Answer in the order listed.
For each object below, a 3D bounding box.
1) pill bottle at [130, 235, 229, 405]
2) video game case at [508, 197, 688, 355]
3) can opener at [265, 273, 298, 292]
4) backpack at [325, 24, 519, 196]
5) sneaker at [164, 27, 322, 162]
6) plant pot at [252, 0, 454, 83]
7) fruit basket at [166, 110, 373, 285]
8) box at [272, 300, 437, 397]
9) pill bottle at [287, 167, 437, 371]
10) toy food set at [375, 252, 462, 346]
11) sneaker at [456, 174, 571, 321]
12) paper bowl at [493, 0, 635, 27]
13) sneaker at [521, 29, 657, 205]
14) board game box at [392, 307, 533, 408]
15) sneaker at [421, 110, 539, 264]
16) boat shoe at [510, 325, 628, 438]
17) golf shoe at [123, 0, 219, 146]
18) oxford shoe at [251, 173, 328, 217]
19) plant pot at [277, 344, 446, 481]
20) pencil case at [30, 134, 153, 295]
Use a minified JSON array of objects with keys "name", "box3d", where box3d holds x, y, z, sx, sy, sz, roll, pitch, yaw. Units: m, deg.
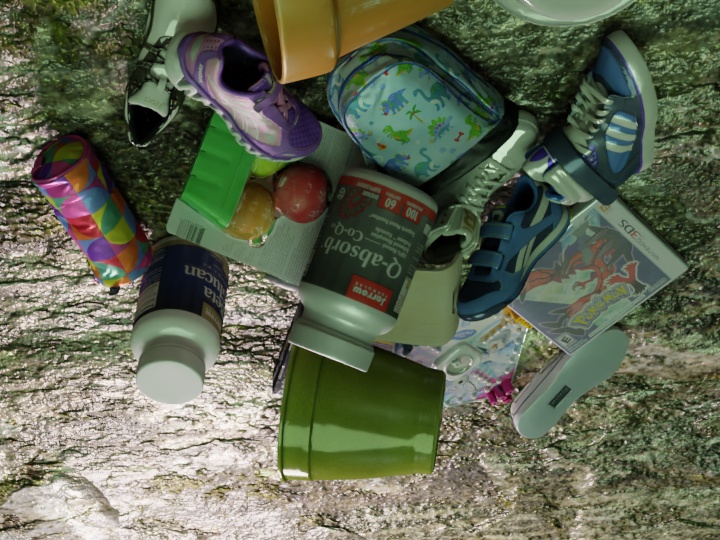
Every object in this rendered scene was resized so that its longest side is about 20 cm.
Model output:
[{"name":"pill bottle","box3d":[-0.224,0.062,1.468,0.110,0.201,0.112,0,136,0]},{"name":"video game case","box3d":[0.287,0.005,1.509,0.200,0.023,0.182,-40,123,23]},{"name":"can opener","box3d":[-0.033,0.025,1.522,0.198,0.067,0.053,21,133,-19]},{"name":"backpack","box3d":[0.052,-0.180,1.278,0.162,0.154,0.200,-32,110,25]},{"name":"sneaker","box3d":[-0.106,-0.181,1.233,0.088,0.081,0.200,-4,149,47]},{"name":"plant pot","box3d":[-0.011,-0.297,1.130,0.181,0.201,0.202,-14,136,-8]},{"name":"fruit basket","box3d":[-0.098,-0.093,1.344,0.198,0.187,0.094,22,172,-18]},{"name":"box","box3d":[-0.009,0.126,1.636,0.198,0.049,0.162,12,135,-11]},{"name":"pill bottle","box3d":[0.000,0.000,1.294,0.115,0.202,0.116,20,175,2]},{"name":"toy food set","box3d":[0.022,0.018,1.425,0.197,0.061,0.144,6,141,7]},{"name":"sneaker","box3d":[0.167,-0.027,1.405,0.074,0.201,0.082,8,144,51]},{"name":"paper bowl","box3d":[0.204,-0.326,1.143,0.198,0.105,0.202,1,134,1]},{"name":"sneaker","box3d":[0.245,-0.154,1.307,0.145,0.081,0.201,-25,139,-4]},{"name":"board game box","box3d":[0.134,0.129,1.607,0.198,0.026,0.201,-10,137,-18]},{"name":"sneaker","box3d":[0.138,-0.086,1.375,0.073,0.116,0.200,28,129,-22]},{"name":"boat shoe","box3d":[0.280,0.141,1.636,0.200,0.066,0.074,-42,116,10]},{"name":"golf shoe","box3d":[-0.203,-0.216,1.267,0.077,0.095,0.201,16,132,-13]},{"name":"oxford shoe","box3d":[-0.098,-0.086,1.417,0.198,0.075,0.058,15,108,-14]},{"name":"plant pot","box3d":[0.008,0.178,1.497,0.190,0.202,0.202,7,136,6]},{"name":"pencil case","box3d":[-0.323,-0.065,1.428,0.087,0.089,0.201,-11,132,12]}]
